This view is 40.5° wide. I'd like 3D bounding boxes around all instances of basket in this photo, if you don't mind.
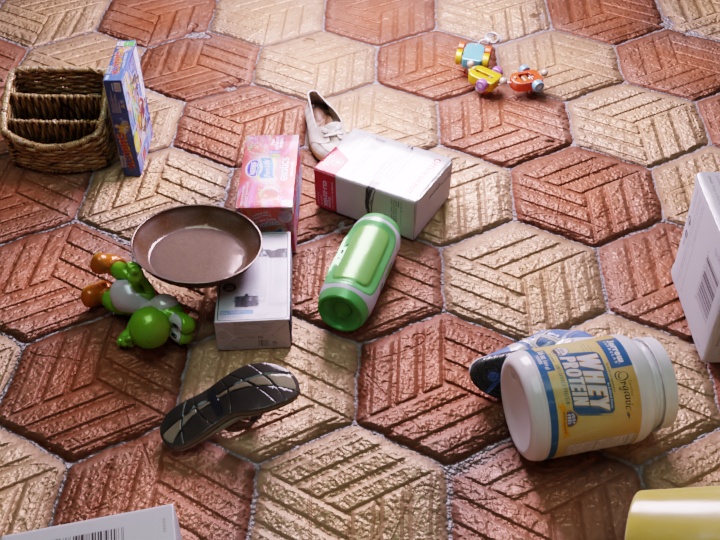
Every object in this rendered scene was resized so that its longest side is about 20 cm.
[{"bbox_3d":[-0.553,-0.275,1.781,0.198,0.150,0.143,3,42,4],"label":"basket"}]

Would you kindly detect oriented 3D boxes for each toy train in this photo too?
[{"bbox_3d":[0.276,-0.400,1.968,0.149,0.056,0.200,-17,48,-19],"label":"toy train"}]

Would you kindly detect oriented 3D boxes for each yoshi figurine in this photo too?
[{"bbox_3d":[-0.340,0.054,1.458,0.199,0.113,0.112,28,66,25],"label":"yoshi figurine"}]

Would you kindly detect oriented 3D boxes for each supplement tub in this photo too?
[{"bbox_3d":[0.298,0.163,1.282,0.198,0.145,0.145,-9,43,-8],"label":"supplement tub"}]

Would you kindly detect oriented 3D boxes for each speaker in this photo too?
[{"bbox_3d":[0.000,0.000,1.514,0.088,0.089,0.201,12,44,14],"label":"speaker"}]

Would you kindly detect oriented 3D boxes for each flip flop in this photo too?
[{"bbox_3d":[-0.176,0.193,1.337,0.199,0.058,0.081,-28,51,-5],"label":"flip flop"}]

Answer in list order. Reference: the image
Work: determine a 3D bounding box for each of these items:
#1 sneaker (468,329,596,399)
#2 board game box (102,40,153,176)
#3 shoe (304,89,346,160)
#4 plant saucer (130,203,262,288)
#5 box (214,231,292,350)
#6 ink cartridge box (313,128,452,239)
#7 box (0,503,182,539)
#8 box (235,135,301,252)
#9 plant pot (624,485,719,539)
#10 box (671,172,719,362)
[{"bbox_3d":[0.248,0.130,1.388,0.198,0.076,0.077,-9,21,-8],"label":"sneaker"},{"bbox_3d":[-0.415,-0.291,1.755,0.034,0.201,0.136,0,42,1],"label":"board game box"},{"bbox_3d":[-0.068,-0.268,1.829,0.069,0.054,0.201,-12,44,-11],"label":"shoe"},{"bbox_3d":[-0.249,-0.031,1.488,0.198,0.037,0.201,3,39,-3],"label":"plant saucer"},{"bbox_3d":[-0.163,0.028,1.505,0.115,0.060,0.201,-2,42,-1],"label":"box"},{"bbox_3d":[0.041,-0.152,1.677,0.199,0.084,0.144,20,46,23],"label":"ink cartridge box"},{"bbox_3d":[-0.285,0.388,1.064,0.197,0.131,0.201,-9,44,-9],"label":"box"},{"bbox_3d":[-0.151,-0.131,1.649,0.094,0.103,0.201,-1,44,1],"label":"box"},{"bbox_3d":[0.399,0.324,1.086,0.187,0.202,0.201,1,40,27],"label":"plant pot"},{"bbox_3d":[0.552,-0.006,1.408,0.129,0.200,0.201,0,42,0],"label":"box"}]
